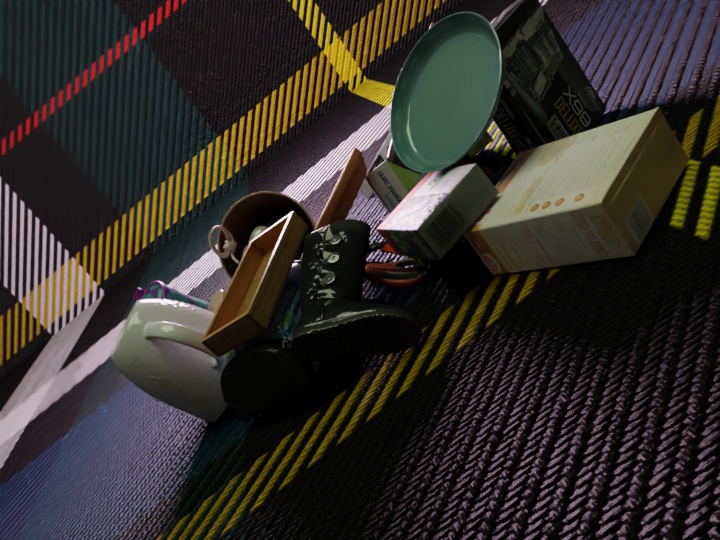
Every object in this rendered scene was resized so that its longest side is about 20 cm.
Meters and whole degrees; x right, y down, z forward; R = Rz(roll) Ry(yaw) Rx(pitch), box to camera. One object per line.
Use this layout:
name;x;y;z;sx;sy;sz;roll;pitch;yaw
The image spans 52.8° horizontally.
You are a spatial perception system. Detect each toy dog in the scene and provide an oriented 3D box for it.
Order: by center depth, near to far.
toy dog;-0.178;0.014;1.200;0.095;0.130;0.205;-15;71;46

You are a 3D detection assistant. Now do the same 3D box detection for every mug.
mug;-0.257;0.115;1.046;0.199;0.173;0.150;-29;38;61

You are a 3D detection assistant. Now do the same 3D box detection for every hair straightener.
hair straightener;0.002;-0.041;1.163;0.040;0.079;0.200;-13;7;-15

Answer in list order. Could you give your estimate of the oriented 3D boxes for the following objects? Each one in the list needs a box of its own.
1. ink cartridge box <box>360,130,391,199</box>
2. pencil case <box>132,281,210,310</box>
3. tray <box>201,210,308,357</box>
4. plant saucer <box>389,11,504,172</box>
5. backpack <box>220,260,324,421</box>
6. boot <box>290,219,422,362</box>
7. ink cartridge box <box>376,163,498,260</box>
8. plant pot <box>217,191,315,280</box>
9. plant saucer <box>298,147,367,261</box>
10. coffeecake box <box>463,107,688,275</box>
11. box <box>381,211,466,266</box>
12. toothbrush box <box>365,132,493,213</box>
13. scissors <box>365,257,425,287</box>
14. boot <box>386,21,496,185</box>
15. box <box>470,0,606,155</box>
ink cartridge box;0.073;-0.215;1.322;0.099;0.039;0.201;-29;-17;-34
pencil case;-0.277;0.085;1.211;0.086;0.199;0.092;-55;46;7
tray;-0.136;0.015;0.967;0.098;0.037;0.202;-30;29;35
plant saucer;0.110;-0.220;0.912;0.199;0.027;0.205;-21;63;49
backpack;-0.100;0.084;0.993;0.162;0.155;0.200;-31;5;39
boot;-0.002;0.015;0.924;0.161;0.067;0.202;-6;39;10
ink cartridge box;0.080;-0.073;0.911;0.109;0.050;0.199;-47;16;-10
plant pot;-0.160;-0.057;1.381;0.185;0.188;0.200;-36;5;6
plant saucer;-0.039;-0.095;1.144;0.203;0.037;0.200;-63;6;11
coffeecake box;0.232;-0.081;0.804;0.154;0.073;0.198;-51;22;-27
box;0.107;-0.068;1.039;0.116;0.049;0.200;-32;20;-4
toothbrush box;0.109;-0.179;1.200;0.199;0.087;0.146;-39;2;4
scissors;0.000;0.000;1.027;0.196;0.014;0.073;2;31;20
boot;0.146;-0.227;1.035;0.069;0.185;0.204;-120;50;-68
box;0.236;-0.248;0.986;0.158;0.201;0.049;-48;17;-29
